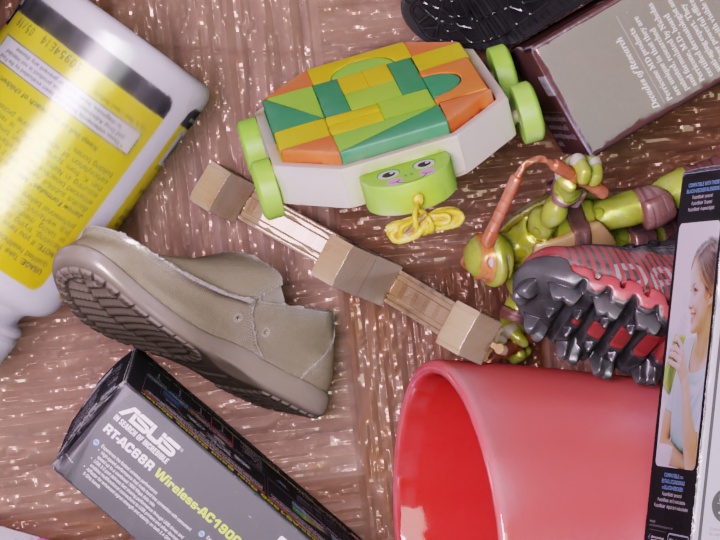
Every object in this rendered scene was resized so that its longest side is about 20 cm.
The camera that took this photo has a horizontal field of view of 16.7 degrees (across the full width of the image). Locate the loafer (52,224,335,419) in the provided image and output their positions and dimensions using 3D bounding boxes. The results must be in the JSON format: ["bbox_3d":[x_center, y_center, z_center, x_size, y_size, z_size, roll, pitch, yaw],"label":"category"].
[{"bbox_3d":[-0.085,0.017,1.323,0.200,0.075,0.069,34,69,-45],"label":"loafer"}]

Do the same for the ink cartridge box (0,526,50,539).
[{"bbox_3d":[-0.190,0.226,1.312,0.199,0.129,0.126,17,117,-5],"label":"ink cartridge box"}]

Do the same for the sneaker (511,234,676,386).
[{"bbox_3d":[0.173,0.011,1.294,0.200,0.071,0.098,13,60,-15],"label":"sneaker"}]

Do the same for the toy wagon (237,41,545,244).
[{"bbox_3d":[0.017,-0.070,1.287,0.155,0.200,0.040,-17,113,-2],"label":"toy wagon"}]

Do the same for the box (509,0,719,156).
[{"bbox_3d":[0.187,-0.140,1.342,0.199,0.100,0.075,-28,95,-1],"label":"box"}]

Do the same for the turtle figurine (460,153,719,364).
[{"bbox_3d":[0.117,-0.013,1.346,0.161,0.200,0.065,-11,52,-20],"label":"turtle figurine"}]

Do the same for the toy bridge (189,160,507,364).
[{"bbox_3d":[0.000,0.000,1.330,0.200,0.067,0.027,30,93,29],"label":"toy bridge"}]

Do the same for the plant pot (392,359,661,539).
[{"bbox_3d":[0.127,0.141,1.321,0.177,0.200,0.201,-3,94,-15],"label":"plant pot"}]

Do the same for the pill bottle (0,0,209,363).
[{"bbox_3d":[-0.181,-0.048,1.317,0.114,0.114,0.200,36,91,-5],"label":"pill bottle"}]

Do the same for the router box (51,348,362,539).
[{"bbox_3d":[-0.069,0.134,1.320,0.200,0.150,0.062,41,91,-5],"label":"router box"}]

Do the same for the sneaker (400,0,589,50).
[{"bbox_3d":[0.119,-0.192,1.351,0.199,0.104,0.060,-19,123,31],"label":"sneaker"}]

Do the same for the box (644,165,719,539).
[{"bbox_3d":[0.214,0.054,1.226,0.116,0.060,0.201,6,88,-16],"label":"box"}]
